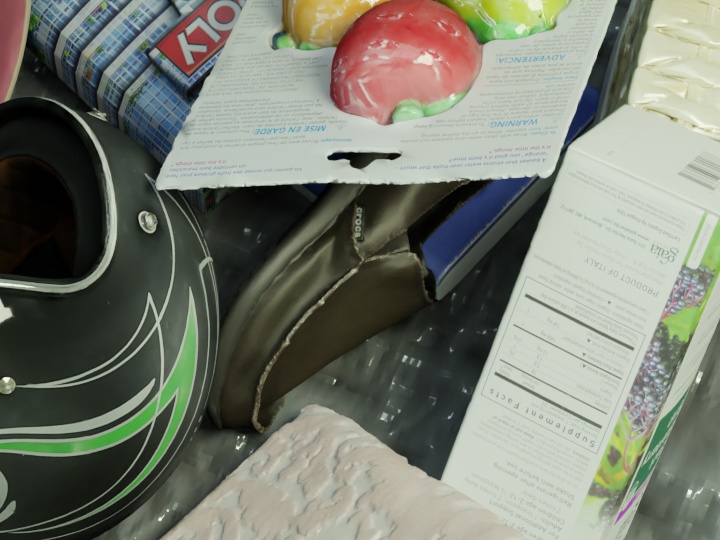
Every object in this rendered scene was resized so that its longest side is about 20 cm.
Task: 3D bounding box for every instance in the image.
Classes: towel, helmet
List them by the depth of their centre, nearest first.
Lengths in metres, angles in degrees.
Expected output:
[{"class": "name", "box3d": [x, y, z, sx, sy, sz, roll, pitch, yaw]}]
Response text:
[{"class": "towel", "box3d": [-0.039, 0.150, 1.183, 0.191, 0.032, 0.200, -41, 31, -12]}, {"class": "helmet", "box3d": [-0.157, 0.029, 1.224, 0.191, 0.200, 0.200, -23, 63, -30]}]

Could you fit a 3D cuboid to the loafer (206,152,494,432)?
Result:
[{"class": "loafer", "box3d": [0.000, 0.000, 1.274, 0.071, 0.073, 0.200, 36, 93, 11]}]

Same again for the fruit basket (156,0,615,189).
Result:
[{"class": "fruit basket", "box3d": [0.026, -0.100, 1.200, 0.185, 0.094, 0.200, -2, 48, 25]}]

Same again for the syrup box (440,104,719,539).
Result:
[{"class": "syrup box", "box3d": [0.104, 0.037, 1.198, 0.081, 0.200, 0.079, 26, 25, 15]}]

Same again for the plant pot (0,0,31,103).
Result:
[{"class": "plant pot", "box3d": [-0.263, -0.126, 1.303, 0.179, 0.200, 0.200, 16, 67, 12]}]

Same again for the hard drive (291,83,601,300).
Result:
[{"class": "hard drive", "box3d": [0.007, -0.092, 1.362, 0.200, 0.025, 0.132, 38, 73, 20]}]

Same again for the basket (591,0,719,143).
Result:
[{"class": "basket", "box3d": [0.212, -0.072, 1.270, 0.200, 0.123, 0.136, 15, 67, 4]}]

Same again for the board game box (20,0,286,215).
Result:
[{"class": "board game box", "box3d": [-0.039, -0.133, 1.337, 0.200, 0.062, 0.200, -42, 67, -15]}]
